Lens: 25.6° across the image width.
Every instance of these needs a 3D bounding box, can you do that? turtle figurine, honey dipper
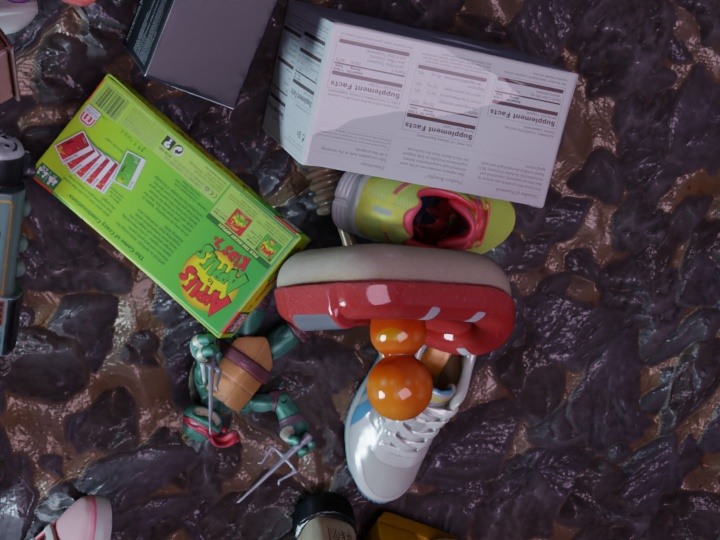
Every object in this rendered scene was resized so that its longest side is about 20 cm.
[{"bbox_3d":[-0.095,0.080,1.317,0.150,0.101,0.200,38,77,-40],"label":"turtle figurine"},{"bbox_3d":[0.000,0.000,1.314,0.038,0.038,0.200,-19,91,-9],"label":"honey dipper"}]

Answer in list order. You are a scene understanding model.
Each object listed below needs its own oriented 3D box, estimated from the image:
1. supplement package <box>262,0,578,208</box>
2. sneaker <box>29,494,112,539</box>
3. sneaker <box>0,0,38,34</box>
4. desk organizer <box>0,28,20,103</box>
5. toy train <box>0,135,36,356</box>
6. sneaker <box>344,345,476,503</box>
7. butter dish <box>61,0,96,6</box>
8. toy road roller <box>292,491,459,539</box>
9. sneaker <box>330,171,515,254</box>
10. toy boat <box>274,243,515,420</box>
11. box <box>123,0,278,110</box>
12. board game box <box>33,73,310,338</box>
[{"bbox_3d":[0.041,-0.133,1.254,0.200,0.156,0.111,10,102,-18],"label":"supplement package"},{"bbox_3d":[-0.291,0.267,1.335,0.105,0.075,0.200,24,104,-26],"label":"sneaker"},{"bbox_3d":[-0.343,-0.176,1.196,0.200,0.075,0.100,-11,133,-14],"label":"sneaker"},{"bbox_3d":[-0.324,-0.194,1.109,0.077,0.072,0.200,-32,74,-19],"label":"desk organizer"},{"bbox_3d":[-0.316,-0.019,1.231,0.114,0.085,0.200,2,114,-22],"label":"toy train"},{"bbox_3d":[0.044,0.115,1.375,0.076,0.081,0.200,14,104,-20],"label":"sneaker"},{"bbox_3d":[-0.221,-0.309,1.133,0.199,0.148,0.200,31,97,-22],"label":"butter dish"},{"bbox_3d":[0.004,0.300,1.407,0.200,0.123,0.146,19,116,-19],"label":"toy road roller"},{"bbox_3d":[0.070,-0.039,1.302,0.200,0.090,0.078,1,105,-46],"label":"sneaker"},{"bbox_3d":[0.031,0.051,1.226,0.200,0.130,0.131,4,83,-44],"label":"toy boat"},{"bbox_3d":[-0.102,-0.237,1.191,0.079,0.141,0.200,19,102,-22],"label":"box"},{"bbox_3d":[-0.148,-0.050,1.240,0.200,0.048,0.102,40,95,7],"label":"board game box"}]
